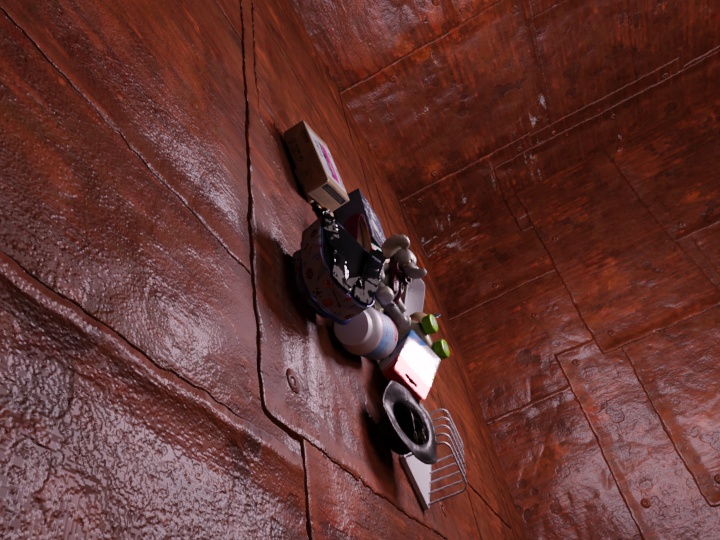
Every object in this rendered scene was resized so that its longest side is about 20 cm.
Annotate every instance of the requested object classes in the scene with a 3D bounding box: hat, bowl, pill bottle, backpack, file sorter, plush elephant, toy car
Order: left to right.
[{"bbox_3d":[-0.052,0.007,1.087,0.198,0.154,0.193,35,25,-27],"label":"backpack"},{"bbox_3d":[0.012,0.139,1.226,0.111,0.106,0.200,69,12,20],"label":"pill bottle"},{"bbox_3d":[0.091,0.014,1.332,0.166,0.154,0.200,53,-3,-41],"label":"plush elephant"},{"bbox_3d":[0.089,0.349,1.202,0.200,0.080,0.203,45,25,-27],"label":"hat"},{"bbox_3d":[0.149,0.118,1.813,0.199,0.072,0.207,33,64,-65],"label":"bowl"},{"bbox_3d":[0.184,0.194,1.654,0.161,0.161,0.200,63,24,-9],"label":"toy car"},{"bbox_3d":[0.186,0.455,1.340,0.142,0.122,0.200,64,12,-5],"label":"file sorter"}]

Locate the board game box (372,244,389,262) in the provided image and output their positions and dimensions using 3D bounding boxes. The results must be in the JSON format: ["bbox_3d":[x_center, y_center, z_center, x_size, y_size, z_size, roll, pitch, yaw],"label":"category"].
[{"bbox_3d":[0.069,-0.012,1.602,0.199,0.029,0.098,31,42,-57],"label":"board game box"}]

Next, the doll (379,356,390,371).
[{"bbox_3d":[0.036,0.172,1.411,0.137,0.047,0.206,-91,161,-80],"label":"doll"}]

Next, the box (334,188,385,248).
[{"bbox_3d":[0.008,-0.115,1.716,0.182,0.102,0.204,48,21,-52],"label":"box"}]

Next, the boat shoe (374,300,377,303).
[{"bbox_3d":[0.000,0.000,1.481,0.064,0.072,0.205,-20,83,-35],"label":"boat shoe"}]

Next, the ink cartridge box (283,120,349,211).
[{"bbox_3d":[-0.120,-0.284,1.493,0.205,0.074,0.164,67,14,18],"label":"ink cartridge box"}]

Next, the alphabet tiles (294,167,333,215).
[{"bbox_3d":[-0.137,-0.238,1.532,0.200,0.014,0.200,63,12,-2],"label":"alphabet tiles"}]

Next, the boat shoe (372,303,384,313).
[{"bbox_3d":[0.036,0.094,1.532,0.207,0.059,0.072,67,12,4],"label":"boat shoe"}]

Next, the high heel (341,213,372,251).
[{"bbox_3d":[0.014,-0.045,1.403,0.204,0.067,0.096,61,-32,-3],"label":"high heel"}]

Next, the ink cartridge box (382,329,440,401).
[{"bbox_3d":[0.127,0.254,1.373,0.116,0.067,0.200,45,28,-1],"label":"ink cartridge box"}]
